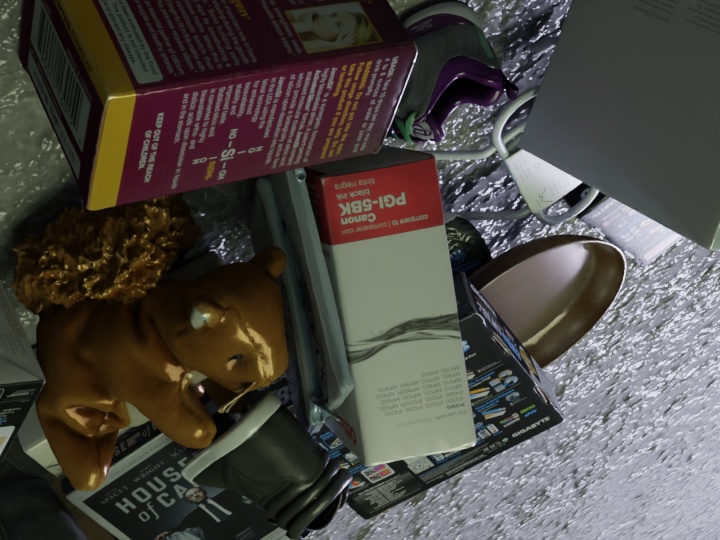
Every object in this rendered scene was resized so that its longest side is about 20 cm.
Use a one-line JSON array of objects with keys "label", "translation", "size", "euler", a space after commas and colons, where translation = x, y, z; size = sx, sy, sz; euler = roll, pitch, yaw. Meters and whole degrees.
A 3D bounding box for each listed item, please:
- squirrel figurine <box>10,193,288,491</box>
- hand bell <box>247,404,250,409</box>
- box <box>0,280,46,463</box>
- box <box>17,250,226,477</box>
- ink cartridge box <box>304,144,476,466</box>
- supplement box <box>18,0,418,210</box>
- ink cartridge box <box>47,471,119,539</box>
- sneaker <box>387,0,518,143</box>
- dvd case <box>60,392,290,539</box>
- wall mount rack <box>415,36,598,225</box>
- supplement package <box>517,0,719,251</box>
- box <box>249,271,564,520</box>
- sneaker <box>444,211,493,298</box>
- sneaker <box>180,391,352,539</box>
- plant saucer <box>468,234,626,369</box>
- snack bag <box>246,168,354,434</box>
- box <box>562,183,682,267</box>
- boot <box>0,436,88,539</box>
[{"label": "squirrel figurine", "translation": [-0.140, 0.025, 1.082], "size": [0.186, 0.200, 0.141], "euler": [-25, -176, 46]}, {"label": "hand bell", "translation": [-0.130, 0.091, 1.324], "size": [0.199, 0.104, 0.104], "euler": [-2, 142, -20]}, {"label": "box", "translation": [-0.304, 0.099, 1.138], "size": [0.060, 0.117, 0.200], "euler": [-3, 140, -41]}, {"label": "box", "translation": [-0.175, 0.073, 1.243], "size": [0.200, 0.082, 0.068], "euler": [-28, 151, 0]}, {"label": "ink cartridge box", "translation": [0.010, 0.020, 1.108], "size": [0.083, 0.201, 0.147], "euler": [-11, -171, -12]}, {"label": "supplement box", "translation": [-0.088, -0.132, 0.960], "size": [0.200, 0.131, 0.103], "euler": [-13, 147, -25]}, {"label": "ink cartridge box", "translation": [-0.295, 0.249, 1.318], "size": [0.200, 0.165, 0.075], "euler": [-27, 155, -3]}, {"label": "sneaker", "translation": [0.007, -0.114, 1.107], "size": [0.200, 0.088, 0.074], "euler": [-27, 150, -4]}, {"label": "dvd case", "translation": [-0.126, 0.182, 1.300], "size": [0.150, 0.025, 0.200], "euler": [-34, 136, 6]}, {"label": "wall mount rack", "translation": [0.109, -0.091, 1.251], "size": [0.174, 0.075, 0.200], "euler": [-35, 150, 3]}, {"label": "supplement package", "translation": [0.252, -0.137, 1.117], "size": [0.147, 0.191, 0.200], "euler": [4, 112, -43]}, {"label": "box", "translation": [0.040, 0.107, 1.290], "size": [0.200, 0.050, 0.199], "euler": [-28, 139, 12]}, {"label": "sneaker", "translation": [0.069, 0.006, 1.347], "size": [0.076, 0.077, 0.200], "euler": [-27, 151, -8]}, {"label": "sneaker", "translation": [-0.068, 0.154, 1.158], "size": [0.071, 0.099, 0.200], "euler": [-42, 180, -21]}, {"label": "plant saucer", "translation": [0.131, 0.035, 1.342], "size": [0.200, 0.032, 0.200], "euler": [-25, 149, -16]}, {"label": "snack bag", "translation": [-0.045, 0.016, 1.104], "size": [0.021, 0.189, 0.200], "euler": [-11, 169, -12]}, {"label": "box", "translation": [0.289, -0.097, 1.414], "size": [0.200, 0.046, 0.159], "euler": [-39, 149, 15]}, {"label": "boot", "translation": [-0.297, 0.220, 1.237], "size": [0.181, 0.200, 0.073], "euler": [-24, 152, -4]}]
